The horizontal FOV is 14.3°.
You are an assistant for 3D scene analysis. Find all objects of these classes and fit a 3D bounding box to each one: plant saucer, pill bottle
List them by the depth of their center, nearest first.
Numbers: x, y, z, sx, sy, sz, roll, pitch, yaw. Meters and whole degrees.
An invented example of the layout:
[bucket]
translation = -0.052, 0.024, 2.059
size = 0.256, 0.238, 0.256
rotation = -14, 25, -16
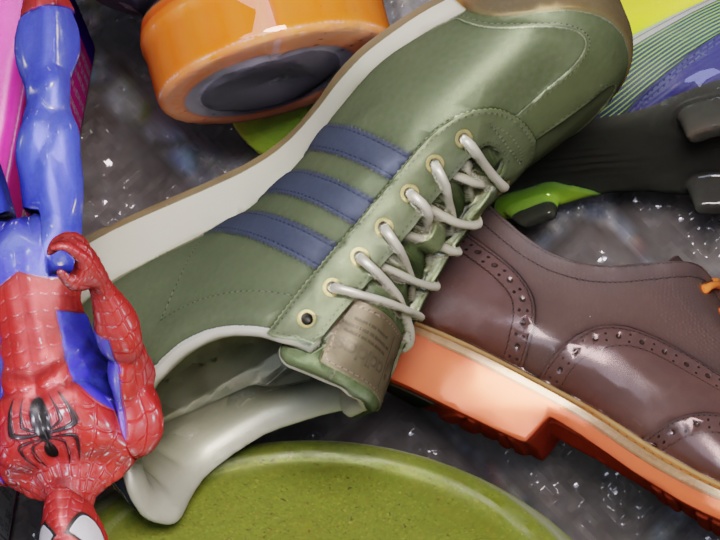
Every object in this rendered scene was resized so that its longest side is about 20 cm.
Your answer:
[plant saucer]
translation = -0.011, 0.109, 0.796
size = 0.198, 0.031, 0.201
rotation = 3, 38, -2
[pill bottle]
translation = -0.049, -0.147, 0.842
size = 0.105, 0.106, 0.201
rotation = -15, 77, 0

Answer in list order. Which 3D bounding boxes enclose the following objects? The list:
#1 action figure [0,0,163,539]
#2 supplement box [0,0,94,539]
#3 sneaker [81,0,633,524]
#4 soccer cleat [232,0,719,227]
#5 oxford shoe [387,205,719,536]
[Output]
[action figure]
translation = -0.098, -0.014, 0.758
size = 0.065, 0.099, 0.202
rotation = -13, 84, 9
[supplement box]
translation = -0.149, 0.004, 0.855
size = 0.100, 0.103, 0.202
rotation = 8, 75, 5
[sneaker]
translation = 0.000, 0.000, 0.809
size = 0.199, 0.067, 0.090
rotation = -32, 48, 14
[soccer cleat]
translation = 0.059, -0.059, 0.888
size = 0.198, 0.065, 0.084
rotation = 0, 46, 8
[oxford shoe]
translation = 0.101, 0.036, 0.840
size = 0.199, 0.071, 0.073
rotation = 23, 84, 5
